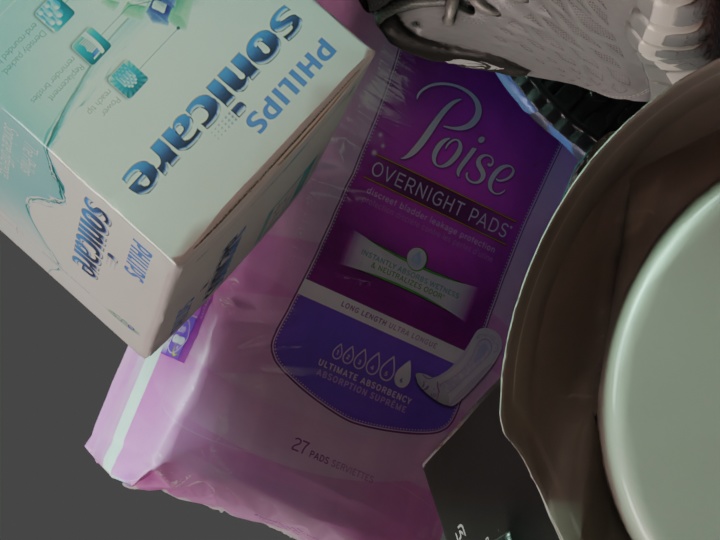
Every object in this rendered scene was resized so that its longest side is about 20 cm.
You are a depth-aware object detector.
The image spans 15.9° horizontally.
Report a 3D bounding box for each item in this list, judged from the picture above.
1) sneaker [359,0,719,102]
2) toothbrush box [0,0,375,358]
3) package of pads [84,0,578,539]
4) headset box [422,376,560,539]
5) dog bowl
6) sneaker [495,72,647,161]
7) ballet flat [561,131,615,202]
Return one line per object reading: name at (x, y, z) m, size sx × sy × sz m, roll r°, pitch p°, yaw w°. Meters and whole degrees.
sneaker at (0.045, -0.092, 0.721) m, size 0.115 × 0.075 × 0.200 m, roll 7°, pitch 163°, yaw 10°
toothbrush box at (-0.104, -0.079, 0.747) m, size 0.200 × 0.085 × 0.146 m, roll 42°, pitch 166°, yaw 3°
package of pads at (0.000, 0.000, 0.892) m, size 0.120 × 0.201 × 0.076 m, roll 25°, pitch 176°, yaw -28°
headset box at (0.120, 0.104, 0.799) m, size 0.077 × 0.199 × 0.149 m, roll -51°, pitch 49°, yaw 46°
dog bowl at (0.138, 0.036, 0.691) m, size 0.200 × 0.200 × 0.059 m, roll 43°, pitch -174°, yaw 6°
sneaker at (0.102, -0.045, 0.866) m, size 0.200 × 0.066 × 0.078 m, roll 43°, pitch 171°, yaw 1°
ballet flat at (0.153, -0.004, 0.767) m, size 0.199 × 0.072 × 0.072 m, roll 13°, pitch 162°, yaw 15°
